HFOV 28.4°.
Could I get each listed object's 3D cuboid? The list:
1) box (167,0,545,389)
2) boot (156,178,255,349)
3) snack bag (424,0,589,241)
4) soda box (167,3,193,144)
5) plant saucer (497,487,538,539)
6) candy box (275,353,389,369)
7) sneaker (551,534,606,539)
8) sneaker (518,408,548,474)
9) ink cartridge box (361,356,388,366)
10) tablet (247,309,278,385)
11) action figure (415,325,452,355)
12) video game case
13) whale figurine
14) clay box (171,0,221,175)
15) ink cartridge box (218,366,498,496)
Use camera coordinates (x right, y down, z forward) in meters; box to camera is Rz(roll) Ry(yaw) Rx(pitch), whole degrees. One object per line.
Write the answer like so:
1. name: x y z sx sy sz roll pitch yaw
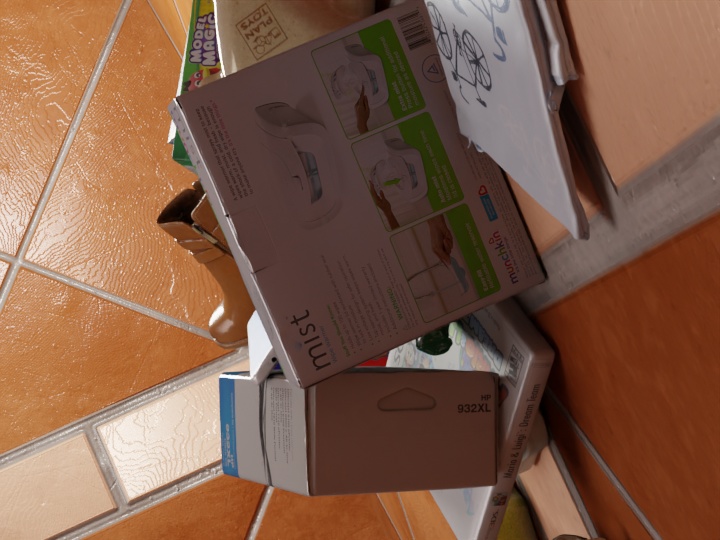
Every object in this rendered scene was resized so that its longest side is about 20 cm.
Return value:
1. box: -0.005 -0.050 0.924 0.097 0.176 0.200 -167 52 -80
2. boot: -0.131 -0.012 1.362 0.155 0.200 0.074 25 -141 -29
3. snack bag: 0.069 -0.128 0.760 0.189 0.021 0.200 -126 14 -60
4. soda box: -0.128 -0.212 1.321 0.068 0.063 0.200 168 113 -74
5. plant saucer: 0.132 0.255 1.395 0.200 0.048 0.200 -128 16 -64
6. candy box: -0.012 0.083 1.411 0.200 0.169 0.077 -124 14 -55
7. sneaker: 0.168 0.241 1.068 0.200 0.067 0.090 103 150 -77
8. sneaker: 0.096 0.131 1.129 0.200 0.082 0.074 83 160 -60
9. ink cartridge box: 0.000 0.000 1.274 0.200 0.116 0.067 66 172 -6
10. tablet: -0.047 0.011 1.080 0.014 0.130 0.200 32 -175 -9
11. action figure: 0.029 -0.016 1.082 0.118 0.055 0.200 106 151 -45
12. video game case: 0.073 0.083 1.074 0.200 0.024 0.182 -123 40 -52
13. whale figurine: -0.052 -0.169 1.052 0.200 0.159 0.104 56 -162 0
14. clay box: -0.110 -0.178 1.224 0.115 0.048 0.200 35 -120 -73
15. ink cartridge box: -0.007 0.114 1.046 0.200 0.145 0.084 172 97 -68
